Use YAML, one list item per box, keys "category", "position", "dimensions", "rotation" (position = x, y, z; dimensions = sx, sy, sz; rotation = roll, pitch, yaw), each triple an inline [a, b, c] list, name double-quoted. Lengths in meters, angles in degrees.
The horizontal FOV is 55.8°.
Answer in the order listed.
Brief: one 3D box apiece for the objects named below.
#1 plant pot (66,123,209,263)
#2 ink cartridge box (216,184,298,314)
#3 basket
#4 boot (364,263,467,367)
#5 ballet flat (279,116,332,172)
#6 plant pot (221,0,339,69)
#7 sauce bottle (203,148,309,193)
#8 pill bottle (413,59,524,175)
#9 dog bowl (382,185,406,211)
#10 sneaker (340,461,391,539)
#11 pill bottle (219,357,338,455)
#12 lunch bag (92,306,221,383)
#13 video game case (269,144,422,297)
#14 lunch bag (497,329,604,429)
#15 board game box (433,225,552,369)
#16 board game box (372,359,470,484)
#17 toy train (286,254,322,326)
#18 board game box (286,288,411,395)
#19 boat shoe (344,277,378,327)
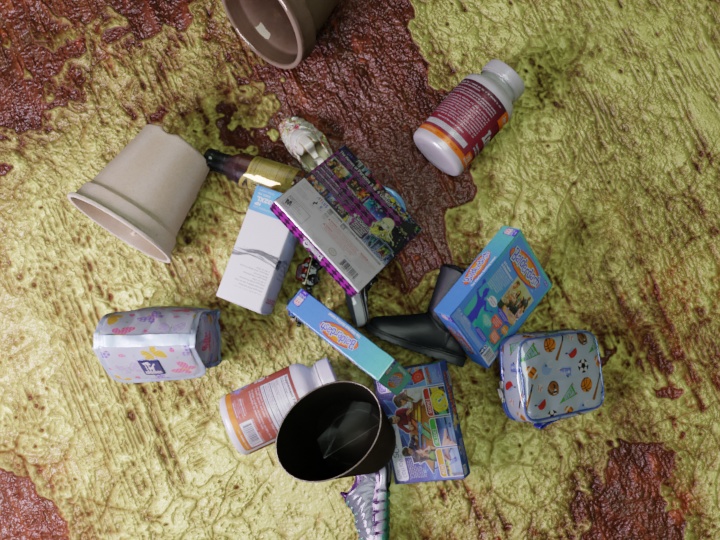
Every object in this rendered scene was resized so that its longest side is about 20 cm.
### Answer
- category: "plant pot"
  position: [-0.367, -0.144, 1.182]
  dimensions: [0.200, 0.200, 0.184]
  rotation: [30, 75, 2]
- category: "ink cartridge box"
  position: [-0.167, -0.031, 1.185]
  dimensions: [0.084, 0.145, 0.200]
  rotation: [20, 85, 1]
- category: "basket"
  position: [-0.019, 0.270, 1.109]
  dimensions: [0.180, 0.200, 0.136]
  rotation: [-35, 65, 5]
- category: "boot"
  position: [0.123, 0.065, 1.213]
  dimensions: [0.200, 0.076, 0.168]
  rotation: [19, 89, -6]
- category: "ballet flat"
  position: [-0.079, -0.207, 1.241]
  dimensions: [0.076, 0.064, 0.200]
  rotation: [-37, 86, -2]
- category: "plant pot"
  position: [-0.124, -0.495, 1.217]
  dimensions: [0.200, 0.200, 0.175]
  rotation: [41, 69, 3]
- category: "sauce bottle"
  position: [-0.189, -0.175, 1.232]
  dimensions: [0.200, 0.066, 0.066]
  rotation: [18, 85, 14]
- category: "pill bottle"
  position: [0.199, -0.278, 1.225]
  dimensions: [0.113, 0.113, 0.200]
  rotation: [42, 87, 3]
- category: "dog bowl"
  position: [-0.001, -0.083, 1.194]
  dimensions: [0.200, 0.050, 0.112]
  rotation: [-31, 73, -30]
- category: "sneaker"
  position: [0.007, 0.428, 1.195]
  dimensions: [0.087, 0.074, 0.200]
  rotation: [1, 74, 10]
- category: "pill bottle"
  position: [-0.133, 0.230, 1.182]
  dimensions: [0.200, 0.112, 0.112]
  rotation: [-24, 86, -3]
- category: "lunch bag"
  position: [-0.336, 0.122, 1.144]
  dimensions: [0.169, 0.200, 0.127]
  rotation: [-2, 85, -1]
- category: "video game case"
  position: [-0.020, -0.085, 1.126]
  dimensions: [0.200, 0.036, 0.181]
  rotation: [47, 59, -3]
- category: "lunch bag"
  position: [0.327, 0.185, 1.178]
  dimensions: [0.200, 0.076, 0.161]
  rotation: [-4, 87, -26]
- category: "board game box"
  position: [0.234, 0.046, 1.177]
  dimensions: [0.200, 0.045, 0.152]
  rotation: [-48, 124, -14]
- category: "board game box"
  position: [0.104, 0.266, 1.190]
  dimensions: [0.135, 0.034, 0.200]
  rotation: [-13, 85, 27]
- category: "toy train"
  position: [-0.096, 0.004, 1.239]
  dimensions: [0.046, 0.034, 0.200]
  rotation: [14, 85, 4]
- category: "board game box"
  position: [-0.016, 0.122, 1.138]
  dimensions: [0.200, 0.152, 0.045]
  rotation: [35, 83, 24]
- category: "boat shoe"
  position: [0.000, 0.000, 1.219]
  dimensions: [0.066, 0.070, 0.200]
  rotation: [-9, 69, -8]
